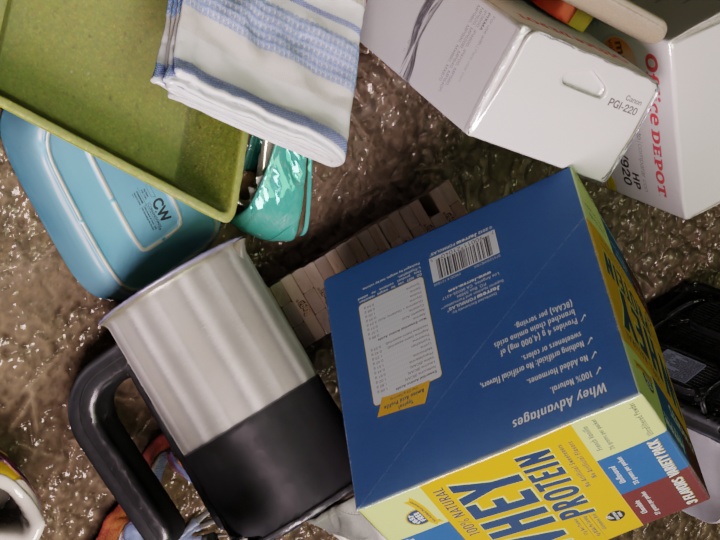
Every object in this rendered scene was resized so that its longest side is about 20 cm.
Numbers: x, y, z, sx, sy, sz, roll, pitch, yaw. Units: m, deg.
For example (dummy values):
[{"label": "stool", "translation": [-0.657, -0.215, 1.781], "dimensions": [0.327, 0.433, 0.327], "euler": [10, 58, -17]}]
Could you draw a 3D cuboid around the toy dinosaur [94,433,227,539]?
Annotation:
[{"label": "toy dinosaur", "translation": [-0.171, 0.209, 1.156], "dimensions": [0.199, 0.105, 0.183], "euler": [0, 90, -26]}]

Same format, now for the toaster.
[{"label": "toaster", "translation": [0.302, 0.109, 1.412], "dimensions": [0.180, 0.199, 0.119], "euler": [-31, 128, -33]}]

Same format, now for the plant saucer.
[{"label": "plant saucer", "translation": [-0.151, -0.151, 1.000], "dimensions": [0.199, 0.048, 0.201], "euler": [28, 60, -41]}]

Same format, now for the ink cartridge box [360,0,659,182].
[{"label": "ink cartridge box", "translation": [0.090, -0.156, 1.117], "dimensions": [0.145, 0.200, 0.085], "euler": [14, 111, -40]}]

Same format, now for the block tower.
[{"label": "block tower", "translation": [0.000, 0.000, 1.203], "dimensions": [0.199, 0.054, 0.058], "euler": [-33, 94, -24]}]

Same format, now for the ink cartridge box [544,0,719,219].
[{"label": "ink cartridge box", "translation": [0.224, -0.155, 1.223], "dimensions": [0.144, 0.200, 0.148], "euler": [-27, 123, -25]}]

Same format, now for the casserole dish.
[{"label": "casserole dish", "translation": [-0.160, -0.063, 1.078], "dimensions": [0.121, 0.039, 0.201], "euler": [-37, 128, -19]}]

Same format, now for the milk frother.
[{"label": "milk frother", "translation": [-0.106, 0.099, 1.047], "dimensions": [0.180, 0.200, 0.189], "euler": [-32, 88, -4]}]

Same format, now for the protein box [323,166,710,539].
[{"label": "protein box", "translation": [0.099, 0.077, 1.075], "dimensions": [0.197, 0.201, 0.135], "euler": [-25, 135, 15]}]

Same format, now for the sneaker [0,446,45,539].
[{"label": "sneaker", "translation": [-0.291, 0.127, 1.023], "dimensions": [0.199, 0.090, 0.075], "euler": [22, 95, -41]}]

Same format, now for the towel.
[{"label": "towel", "translation": [-0.056, -0.178, 1.040], "dimensions": [0.146, 0.024, 0.201], "euler": [23, 62, -31]}]

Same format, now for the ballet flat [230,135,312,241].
[{"label": "ballet flat", "translation": [-0.060, -0.118, 1.116], "dimensions": [0.070, 0.067, 0.202], "euler": [3, 105, -23]}]

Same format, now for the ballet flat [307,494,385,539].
[{"label": "ballet flat", "translation": [0.000, 0.187, 1.206], "dimensions": [0.067, 0.200, 0.064], "euler": [-31, 89, -12]}]

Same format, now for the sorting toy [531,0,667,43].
[{"label": "sorting toy", "translation": [0.093, -0.220, 1.099], "dimensions": [0.184, 0.200, 0.037], "euler": [18, 109, -40]}]
